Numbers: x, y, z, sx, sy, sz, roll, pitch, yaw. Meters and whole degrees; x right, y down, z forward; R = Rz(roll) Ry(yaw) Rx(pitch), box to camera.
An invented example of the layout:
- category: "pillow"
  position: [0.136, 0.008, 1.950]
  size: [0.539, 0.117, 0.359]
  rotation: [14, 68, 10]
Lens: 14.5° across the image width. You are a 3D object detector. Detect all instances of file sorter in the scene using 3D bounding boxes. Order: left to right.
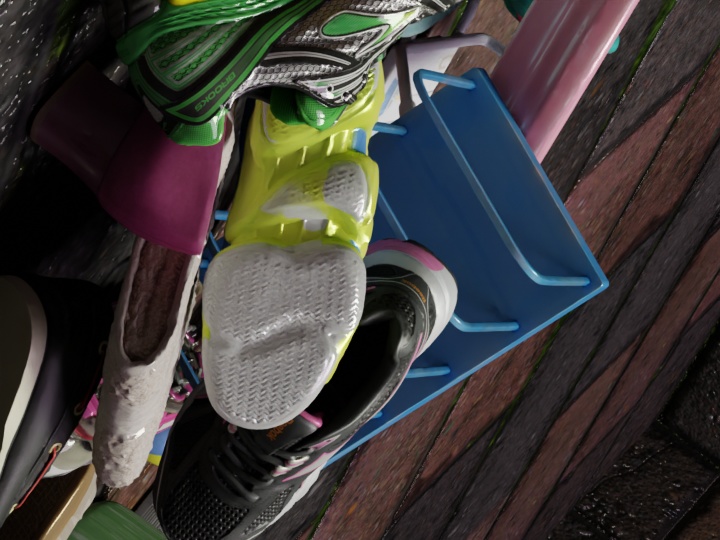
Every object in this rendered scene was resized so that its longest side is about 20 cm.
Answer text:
- category: "file sorter"
  position: [0.000, 0.000, 1.501]
  size: [0.200, 0.139, 0.123]
  rotation: [-33, 168, 17]

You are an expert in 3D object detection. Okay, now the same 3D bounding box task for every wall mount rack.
- category: "wall mount rack"
  position: [0.022, -0.072, 1.665]
  size: [0.173, 0.075, 0.200]
  rotation: [-16, 142, -56]

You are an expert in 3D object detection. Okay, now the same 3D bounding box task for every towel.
- category: "towel"
  position: [-0.088, -0.008, 1.337]
  size: [0.133, 0.034, 0.201]
  rotation: [105, -2, -59]

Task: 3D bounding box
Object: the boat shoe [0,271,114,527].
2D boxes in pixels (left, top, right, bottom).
- category: "boat shoe"
  position: [-0.178, 0.089, 1.355]
  size: [0.063, 0.074, 0.202]
  rotation: [0, 126, -47]

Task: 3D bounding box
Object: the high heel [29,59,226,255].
- category: "high heel"
  position: [-0.050, -0.095, 1.271]
  size: [0.200, 0.096, 0.067]
  rotation: [-48, 167, -17]

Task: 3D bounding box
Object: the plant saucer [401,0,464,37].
- category: "plant saucer"
  position: [0.064, -0.215, 1.493]
  size: [0.201, 0.039, 0.201]
  rotation: [-50, 168, -15]

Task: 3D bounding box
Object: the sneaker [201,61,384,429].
- category: "sneaker"
  position: [-0.031, -0.027, 1.361]
  size: [0.105, 0.075, 0.201]
  rotation: [-118, -137, -80]

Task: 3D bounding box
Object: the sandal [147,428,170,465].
- category: "sandal"
  position: [-0.052, 0.053, 1.678]
  size: [0.199, 0.079, 0.087]
  rotation: [-22, 127, -21]

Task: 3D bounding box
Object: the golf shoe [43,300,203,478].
- category: "golf shoe"
  position: [-0.141, 0.062, 1.484]
  size: [0.092, 0.073, 0.200]
  rotation: [-26, 178, 19]

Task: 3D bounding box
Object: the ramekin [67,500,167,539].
- category: "ramekin"
  position: [-0.175, 0.239, 1.755]
  size: [0.200, 0.098, 0.200]
  rotation: [-49, 167, -15]

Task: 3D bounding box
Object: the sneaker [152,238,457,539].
- category: "sneaker"
  position: [-0.038, 0.067, 1.404]
  size: [0.200, 0.080, 0.086]
  rotation: [-51, -179, 19]

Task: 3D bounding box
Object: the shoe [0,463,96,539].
- category: "shoe"
  position: [-0.205, 0.167, 1.504]
  size: [0.200, 0.070, 0.053]
  rotation: [-50, 161, -22]

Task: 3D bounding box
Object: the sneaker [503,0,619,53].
- category: "sneaker"
  position: [0.157, -0.198, 1.772]
  size: [0.200, 0.084, 0.121]
  rotation: [-30, 151, -42]

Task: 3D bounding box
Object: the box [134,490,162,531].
- category: "box"
  position: [-0.078, 0.132, 1.932]
  size: [0.200, 0.048, 0.158]
  rotation: [-51, 168, -9]

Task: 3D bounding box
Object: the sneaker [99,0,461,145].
- category: "sneaker"
  position: [-0.012, -0.107, 1.230]
  size: [0.199, 0.086, 0.078]
  rotation: [-20, -175, -22]

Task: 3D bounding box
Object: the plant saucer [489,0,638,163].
- category: "plant saucer"
  position: [0.125, -0.146, 1.591]
  size: [0.201, 0.051, 0.201]
  rotation: [-58, 178, -4]
